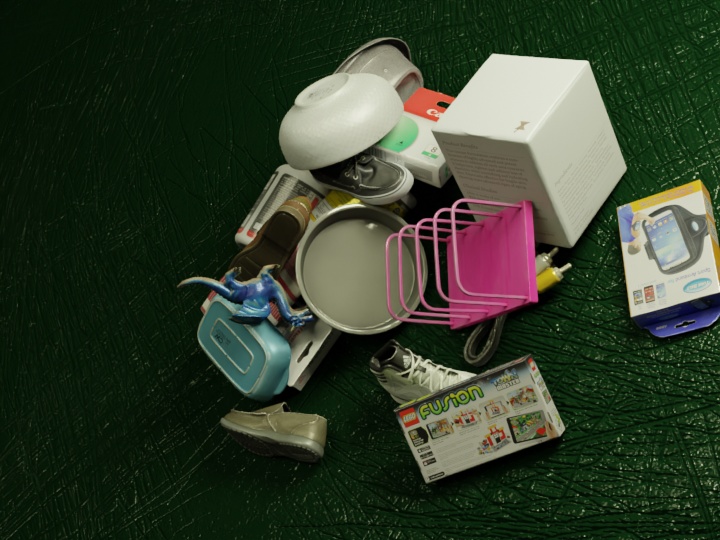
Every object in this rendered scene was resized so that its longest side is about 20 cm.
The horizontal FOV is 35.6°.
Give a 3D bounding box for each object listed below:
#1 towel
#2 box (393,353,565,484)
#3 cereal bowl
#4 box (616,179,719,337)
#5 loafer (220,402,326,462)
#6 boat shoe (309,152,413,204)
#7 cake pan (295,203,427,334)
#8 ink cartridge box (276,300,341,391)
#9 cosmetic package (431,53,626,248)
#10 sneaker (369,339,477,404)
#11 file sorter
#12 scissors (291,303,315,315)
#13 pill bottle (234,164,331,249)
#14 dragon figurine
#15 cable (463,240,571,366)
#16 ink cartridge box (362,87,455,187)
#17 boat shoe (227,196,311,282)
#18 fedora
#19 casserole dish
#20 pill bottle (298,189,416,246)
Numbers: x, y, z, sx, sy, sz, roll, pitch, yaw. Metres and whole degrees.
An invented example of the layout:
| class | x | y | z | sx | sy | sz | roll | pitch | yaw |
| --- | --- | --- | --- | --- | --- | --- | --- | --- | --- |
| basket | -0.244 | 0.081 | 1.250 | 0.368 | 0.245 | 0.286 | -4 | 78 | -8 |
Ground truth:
| class | x | y | z | sx | sy | sz | roll | pitch | yaw |
| --- | --- | --- | --- | --- | --- | --- | --- | --- | --- |
| towel | -0.160 | 0.033 | 1.761 | 0.200 | 0.023 | 0.144 | -50 | 52 | 16 |
| box | 0.154 | 0.196 | 1.470 | 0.200 | 0.035 | 0.110 | -24 | 89 | 24 |
| cereal bowl | -0.039 | -0.240 | 1.696 | 0.200 | 0.083 | 0.200 | -22 | 28 | 12 |
| box | 0.403 | -0.013 | 1.451 | 0.119 | 0.041 | 0.200 | -19 | 49 | 28 |
| loafer | -0.125 | 0.239 | 1.691 | 0.200 | 0.075 | 0.070 | 7 | 55 | 36 |
| boat shoe | -0.011 | -0.153 | 1.693 | 0.200 | 0.066 | 0.070 | 21 | 77 | 43 |
| cake pan | 0.000 | 0.000 | 1.682 | 0.201 | 0.200 | 0.037 | -65 | 4 | -15 |
| ink cartridge box | -0.113 | 0.108 | 1.760 | 0.200 | 0.068 | 0.115 | 32 | 85 | 47 |
| cosmetic package | 0.236 | -0.166 | 1.547 | 0.167 | 0.200 | 0.166 | 15 | 57 | 43 |
| sneaker | 0.092 | 0.153 | 1.534 | 0.200 | 0.115 | 0.076 | 7 | 67 | 41 |
| file sorter | 0.130 | -0.008 | 1.527 | 0.200 | 0.125 | 0.139 | -26 | 62 | 60 |
| scissors | -0.137 | 0.058 | 1.757 | 0.200 | 0.014 | 0.073 | 31 | 83 | 45 |
| pill bottle | -0.113 | -0.105 | 1.869 | 0.116 | 0.116 | 0.200 | 22 | 77 | 45 |
| dragon figurine | -0.163 | 0.047 | 1.643 | 0.059 | 0.200 | 0.100 | 151 | 114 | -71 |
| cable | 0.202 | 0.038 | 1.567 | 0.200 | 0.050 | 0.097 | -45 | 46 | 3 |
| ink cartridge box | 0.106 | -0.226 | 1.742 | 0.161 | 0.050 | 0.200 | 23 | 55 | 26 |
| boat shoe | -0.132 | -0.034 | 1.706 | 0.200 | 0.072 | 0.068 | -45 | 6 | 37 |
| fedora | 0.030 | -0.284 | 1.846 | 0.200 | 0.177 | 0.090 | -43 | 58 | -11 |
| casserole dish | -0.184 | 0.113 | 1.708 | 0.200 | 0.039 | 0.121 | 44 | 119 | 31 |
| pill bottle | -0.015 | -0.077 | 1.775 | 0.200 | 0.112 | 0.112 | -45 | 44 | 6 |
